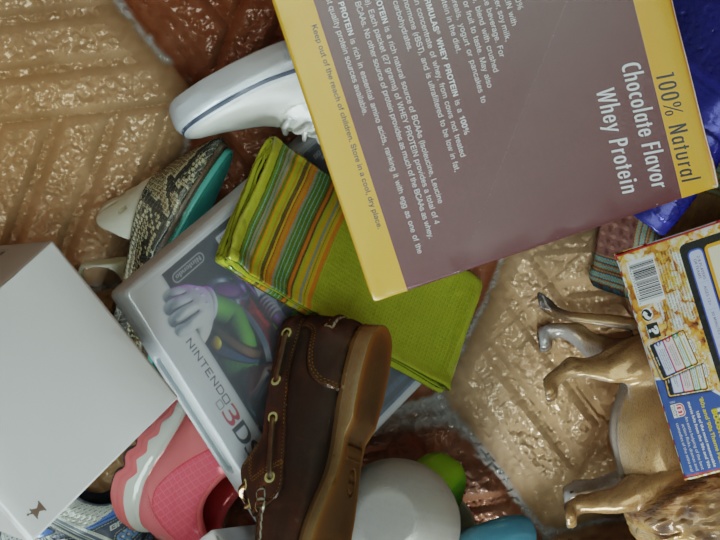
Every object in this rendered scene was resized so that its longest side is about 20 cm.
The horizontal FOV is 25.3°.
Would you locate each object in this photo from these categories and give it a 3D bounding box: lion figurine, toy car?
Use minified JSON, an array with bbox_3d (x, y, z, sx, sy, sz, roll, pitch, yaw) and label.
[{"bbox_3d":[0.188,0.104,1.065,0.122,0.072,0.201,-10,92,8],"label":"lion figurine"},{"bbox_3d":[0.044,0.222,1.029,0.149,0.175,0.201,20,78,16],"label":"toy car"}]

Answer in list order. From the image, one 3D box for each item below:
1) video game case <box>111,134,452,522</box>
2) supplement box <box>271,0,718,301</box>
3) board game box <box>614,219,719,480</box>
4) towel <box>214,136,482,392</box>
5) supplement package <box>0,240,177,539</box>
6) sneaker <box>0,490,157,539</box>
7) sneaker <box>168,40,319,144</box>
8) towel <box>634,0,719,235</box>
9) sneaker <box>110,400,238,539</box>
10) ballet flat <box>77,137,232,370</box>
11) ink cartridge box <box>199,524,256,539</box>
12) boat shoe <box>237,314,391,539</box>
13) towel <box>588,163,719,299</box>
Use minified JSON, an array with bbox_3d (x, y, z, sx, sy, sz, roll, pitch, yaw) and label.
[{"bbox_3d":[-0.037,0.030,1.007,0.200,0.023,0.182,-43,113,-33],"label":"video game case"},{"bbox_3d":[0.065,-0.121,0.891,0.199,0.133,0.198,-19,111,1],"label":"supplement box"},{"bbox_3d":[0.265,0.032,0.965,0.200,0.046,0.152,-20,85,41],"label":"board game box"},{"bbox_3d":[0.000,0.000,1.009,0.200,0.018,0.086,32,71,-34],"label":"towel"},{"bbox_3d":[-0.220,0.066,0.944,0.120,0.200,0.121,-44,110,-23],"label":"supplement package"},{"bbox_3d":[-0.230,0.160,1.063,0.199,0.077,0.086,5,97,-17],"label":"sneaker"},{"bbox_3d":[-0.016,-0.107,0.986,0.199,0.073,0.071,-17,84,-8],"label":"sneaker"},{"bbox_3d":[0.191,-0.141,1.006,0.148,0.050,0.200,38,103,16],"label":"towel"},{"bbox_3d":[-0.079,0.091,1.028,0.074,0.087,0.201,21,97,-57],"label":"sneaker"},{"bbox_3d":[-0.144,0.001,1.026,0.075,0.068,0.201,20,106,8],"label":"ballet flat"},{"bbox_3d":[-0.103,0.231,1.052,0.161,0.200,0.050,-42,75,10],"label":"ink cartridge box"},{"bbox_3d":[-0.036,0.123,0.950,0.070,0.070,0.201,7,70,19],"label":"boat shoe"},{"bbox_3d":[0.242,-0.030,1.017,0.022,0.199,0.147,-12,115,-51],"label":"towel"}]
